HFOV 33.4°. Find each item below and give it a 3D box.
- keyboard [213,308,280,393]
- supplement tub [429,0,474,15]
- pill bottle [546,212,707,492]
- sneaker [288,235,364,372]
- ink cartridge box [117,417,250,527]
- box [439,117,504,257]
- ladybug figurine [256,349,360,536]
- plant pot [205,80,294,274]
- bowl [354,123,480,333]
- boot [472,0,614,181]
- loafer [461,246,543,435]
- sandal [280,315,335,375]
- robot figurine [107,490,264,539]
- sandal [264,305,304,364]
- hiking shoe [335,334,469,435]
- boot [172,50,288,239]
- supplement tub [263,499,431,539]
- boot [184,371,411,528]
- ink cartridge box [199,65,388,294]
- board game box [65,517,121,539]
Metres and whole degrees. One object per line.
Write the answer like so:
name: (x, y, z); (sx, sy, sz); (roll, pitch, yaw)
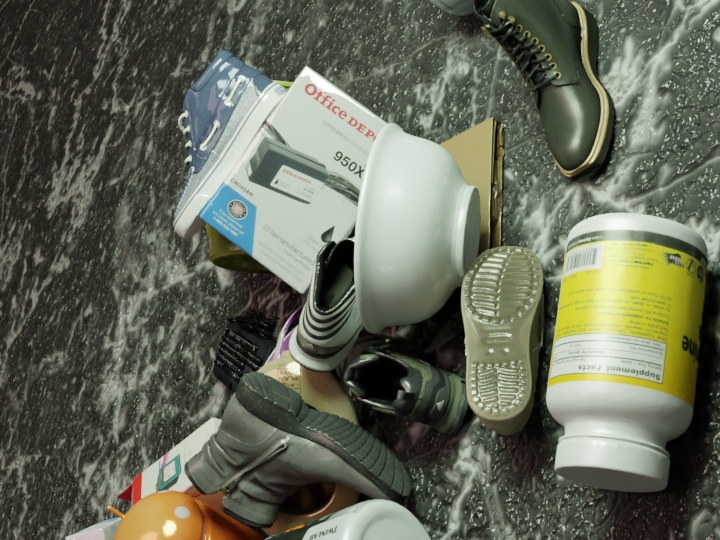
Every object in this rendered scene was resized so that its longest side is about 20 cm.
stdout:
keyboard: (-0.146, 0.091, 1.431); (0.104, 0.040, 0.200); (-67, 22, -3)
supplement tub: (0.154, -0.357, 1.254); (0.200, 0.122, 0.123); (-19, 56, 48)
pill bottle: (0.207, 0.066, 0.938); (0.112, 0.112, 0.200); (-12, 62, 50)
sneaker: (0.000, 0.000, 1.182); (0.201, 0.076, 0.115); (-59, -8, -45)
ink cartridge box: (-0.175, 0.250, 1.342); (0.200, 0.116, 0.067); (-39, 42, 34)
box: (0.072, -0.054, 1.272); (0.200, 0.021, 0.164); (-23, 53, 44)
ladybug figurine: (-0.059, 0.180, 1.224); (0.136, 0.072, 0.200); (-3, 91, 12)
plant pot: (-0.112, -0.100, 1.421); (0.200, 0.200, 0.193); (-12, 73, 50)
bowl: (0.062, -0.036, 1.136); (0.090, 0.201, 0.201); (5, 70, 15)
boot: (0.161, -0.191, 1.130); (0.077, 0.138, 0.200); (-34, 46, 37)
loafer: (0.127, 0.064, 1.082); (0.076, 0.068, 0.200); (3, 50, 11)
sandal: (-0.062, 0.126, 1.327); (0.076, 0.043, 0.200); (-43, 40, 30)
robot figurine: (-0.170, 0.298, 1.226); (0.117, 0.200, 0.144); (-26, 42, 31)
sandal: (-0.059, 0.071, 1.294); (0.203, 0.050, 0.082); (-50, 39, 7)
hiking shoe: (0.021, 0.097, 1.181); (0.200, 0.101, 0.076); (16, 83, 56)
boot: (-0.166, -0.137, 1.309); (0.200, 0.090, 0.073); (-54, -7, 10)
supplement tub: (-0.033, 0.294, 1.118); (0.200, 0.122, 0.123); (-29, 49, 41)
boot: (-0.060, 0.199, 1.162); (0.132, 0.200, 0.070); (-60, -8, 16)
ink cartridge box: (-0.053, -0.095, 1.287); (0.200, 0.145, 0.084); (-54, -7, 4)
board game box: (-0.258, 0.371, 1.287); (0.199, 0.043, 0.200); (110, 147, -82)
